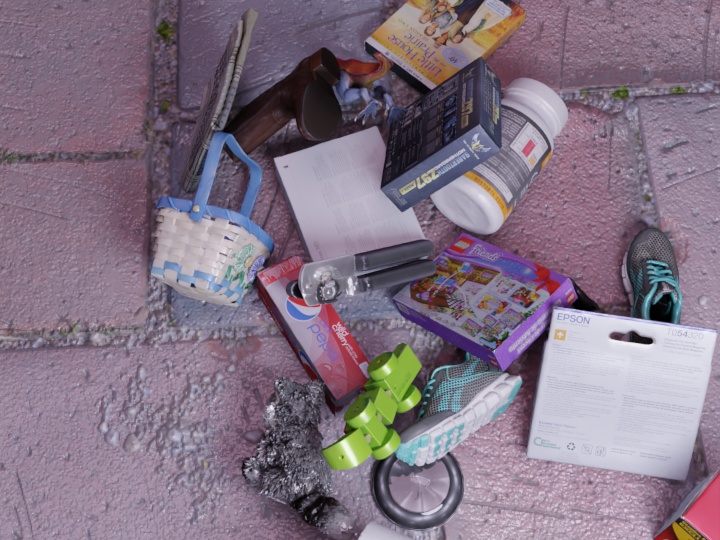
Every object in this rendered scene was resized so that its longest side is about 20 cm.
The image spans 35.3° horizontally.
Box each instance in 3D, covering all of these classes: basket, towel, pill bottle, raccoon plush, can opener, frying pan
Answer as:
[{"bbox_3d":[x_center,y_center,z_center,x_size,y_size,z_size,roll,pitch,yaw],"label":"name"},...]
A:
[{"bbox_3d":[-0.180,-0.061,1.450,0.139,0.176,0.200,10,81,14],"label":"basket"},{"bbox_3d":[-0.193,-0.229,1.516,0.035,0.193,0.200,19,65,-12],"label":"towel"},{"bbox_3d":[0.188,-0.156,1.517,0.116,0.116,0.200,33,71,14],"label":"pill bottle"},{"bbox_3d":[-0.048,0.211,1.328,0.200,0.097,0.134,24,98,34],"label":"raccoon plush"},{"bbox_3d":[0.000,0.000,1.422,0.200,0.067,0.053,-14,100,-33],"label":"can opener"},{"bbox_3d":[0.096,0.234,1.394,0.115,0.031,0.190,41,74,14],"label":"frying pan"}]

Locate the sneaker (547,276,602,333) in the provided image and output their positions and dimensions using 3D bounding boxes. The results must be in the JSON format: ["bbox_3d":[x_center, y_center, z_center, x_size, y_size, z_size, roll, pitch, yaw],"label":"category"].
[{"bbox_3d":[0.282,0.092,1.420,0.066,0.091,0.200,-21,67,-8],"label":"sneaker"}]

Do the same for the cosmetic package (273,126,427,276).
[{"bbox_3d":[-0.014,-0.081,1.521,0.151,0.052,0.200,-17,67,-10],"label":"cosmetic package"}]

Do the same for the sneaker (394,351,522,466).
[{"bbox_3d":[0.103,0.164,1.386,0.200,0.078,0.091,-27,59,-36],"label":"sneaker"}]

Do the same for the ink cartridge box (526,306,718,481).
[{"bbox_3d":[0.311,0.144,1.363,0.196,0.043,0.200,9,106,4],"label":"ink cartridge box"}]

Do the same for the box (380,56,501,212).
[{"bbox_3d":[0.107,-0.179,1.475,0.158,0.051,0.200,-33,26,25],"label":"box"}]

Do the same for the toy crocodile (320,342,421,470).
[{"bbox_3d":[0.019,0.159,1.333,0.068,0.062,0.200,53,41,-20],"label":"toy crocodile"}]

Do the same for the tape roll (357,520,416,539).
[{"bbox_3d":[0.003,0.379,1.233,0.071,0.202,0.203,22,68,9],"label":"tape roll"}]

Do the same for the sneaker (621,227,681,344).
[{"bbox_3d":[0.380,0.030,1.438,0.078,0.091,0.200,8,65,-5],"label":"sneaker"}]

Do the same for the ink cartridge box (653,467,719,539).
[{"bbox_3d":[0.450,0.323,1.270,0.200,0.176,0.084,40,72,17],"label":"ink cartridge box"}]

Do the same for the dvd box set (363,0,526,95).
[{"bbox_3d":[0.124,-0.350,1.653,0.146,0.029,0.200,40,71,16],"label":"dvd box set"}]

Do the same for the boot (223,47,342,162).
[{"bbox_3d":[-0.117,-0.187,1.492,0.200,0.064,0.186,-30,30,29],"label":"boot"}]

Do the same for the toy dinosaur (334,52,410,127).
[{"bbox_3d":[-0.005,-0.269,1.550,0.105,0.200,0.182,-11,51,-31],"label":"toy dinosaur"}]

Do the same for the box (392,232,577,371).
[{"bbox_3d":[0.153,0.035,1.419,0.137,0.039,0.200,-42,38,-16],"label":"box"}]

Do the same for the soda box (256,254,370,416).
[{"bbox_3d":[-0.056,0.081,1.437,0.063,0.070,0.200,-28,69,-15],"label":"soda box"}]
